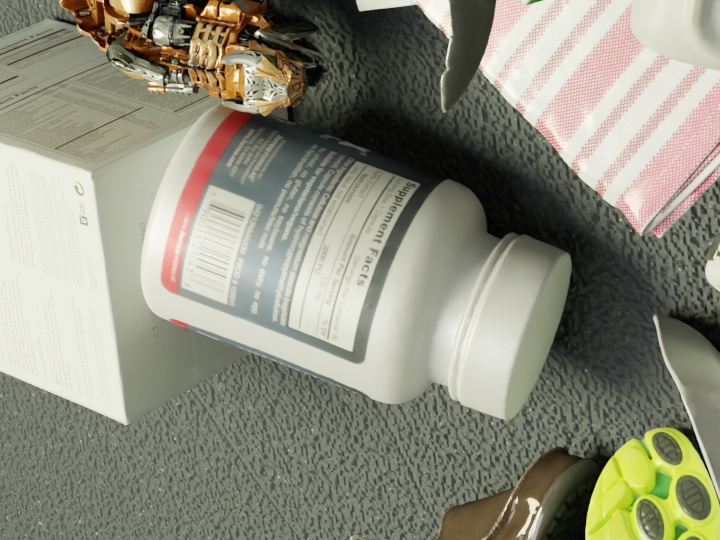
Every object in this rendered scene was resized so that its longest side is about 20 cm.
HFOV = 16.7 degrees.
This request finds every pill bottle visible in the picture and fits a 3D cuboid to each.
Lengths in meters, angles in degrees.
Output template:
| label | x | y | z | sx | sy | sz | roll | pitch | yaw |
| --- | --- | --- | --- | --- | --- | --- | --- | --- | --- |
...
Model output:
| label | x | y | z | sx | sy | sz | roll | pitch | yaw |
| --- | --- | --- | --- | --- | --- | --- | --- | --- | --- |
| pill bottle | 0.000 | 0.000 | 1.250 | 0.199 | 0.120 | 0.120 | 21 | 128 | 14 |

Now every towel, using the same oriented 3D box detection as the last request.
| label | x | y | z | sx | sy | sz | roll | pitch | yaw |
| --- | --- | --- | --- | --- | --- | --- | --- | --- | --- |
| towel | 0.111 | -0.132 | 1.109 | 0.200 | 0.030 | 0.146 | 47 | 118 | 12 |

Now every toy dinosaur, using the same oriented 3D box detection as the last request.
| label | x | y | z | sx | sy | sz | roll | pitch | yaw |
| --- | --- | --- | --- | --- | --- | --- | --- | --- | --- |
| toy dinosaur | -0.090 | -0.139 | 1.275 | 0.200 | 0.135 | 0.102 | 42 | 137 | 21 |

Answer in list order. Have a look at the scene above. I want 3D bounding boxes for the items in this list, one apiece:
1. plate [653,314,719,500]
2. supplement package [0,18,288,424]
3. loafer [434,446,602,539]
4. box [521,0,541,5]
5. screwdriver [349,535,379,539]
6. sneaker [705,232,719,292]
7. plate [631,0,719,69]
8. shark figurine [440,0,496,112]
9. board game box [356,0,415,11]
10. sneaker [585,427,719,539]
| label | x | y | z | sx | sy | sz | roll | pitch | yaw |
| --- | --- | --- | --- | --- | --- | --- | --- | --- | --- |
| plate | 0.189 | 0.123 | 1.130 | 0.032 | 0.200 | 0.201 | -21 | 97 | 7 |
| supplement package | -0.156 | -0.035 | 1.390 | 0.199 | 0.150 | 0.153 | 18 | 124 | 39 |
| loafer | 0.066 | 0.156 | 1.325 | 0.071 | 0.073 | 0.200 | 46 | 137 | 17 |
| box | 0.101 | -0.245 | 1.015 | 0.200 | 0.097 | 0.177 | -42 | 79 | 33 |
| screwdriver | 0.086 | 0.156 | 1.248 | 0.199 | 0.029 | 0.028 | 20 | 135 | -15 |
| sneaker | 0.215 | 0.072 | 1.086 | 0.200 | 0.076 | 0.116 | 36 | 98 | 25 |
| plate | 0.207 | -0.122 | 0.945 | 0.198 | 0.032 | 0.201 | 14 | 147 | 9 |
| shark figurine | 0.057 | -0.164 | 0.947 | 0.090 | 0.127 | 0.215 | 65 | -171 | -45 |
| board game box | 0.029 | -0.230 | 1.176 | 0.134 | 0.034 | 0.201 | -1 | 111 | 47 |
| sneaker | 0.166 | 0.180 | 1.228 | 0.074 | 0.084 | 0.201 | -18 | 78 | 13 |
